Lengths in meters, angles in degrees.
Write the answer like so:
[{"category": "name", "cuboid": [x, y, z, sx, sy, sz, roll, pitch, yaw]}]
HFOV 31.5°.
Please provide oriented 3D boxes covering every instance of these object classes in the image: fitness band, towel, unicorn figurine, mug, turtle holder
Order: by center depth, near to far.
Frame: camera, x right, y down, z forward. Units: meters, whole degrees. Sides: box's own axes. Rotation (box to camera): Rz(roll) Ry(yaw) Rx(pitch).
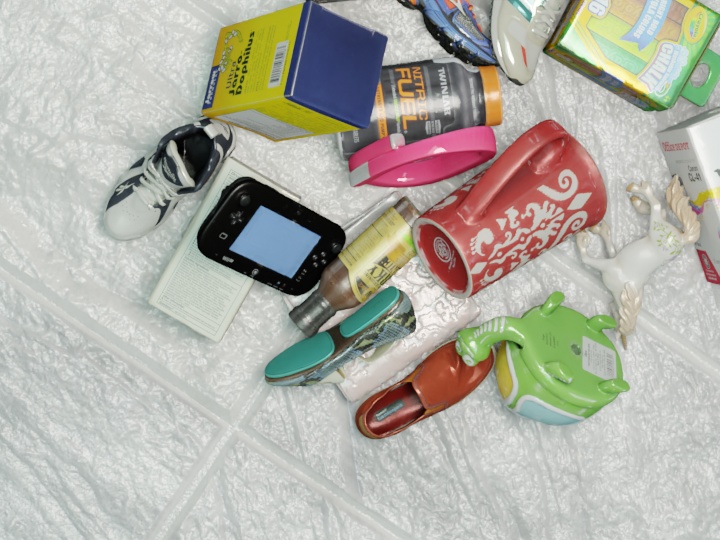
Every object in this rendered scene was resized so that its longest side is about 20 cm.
[{"category": "mug", "cuboid": [0.161, -0.081, 1.463, 0.199, 0.133, 0.179, -33, 123, -21]}, {"category": "fitness band", "cuboid": [0.069, -0.129, 1.471, 0.143, 0.200, 0.038, -6, 84, -31]}, {"category": "turtle holder", "cuboid": [0.215, 0.118, 1.510, 0.184, 0.132, 0.142, -2, 58, -36]}, {"category": "unicorn figurine", "cuboid": [0.325, -0.012, 1.528, 0.200, 0.074, 0.138, -49, 61, 38]}, {"category": "towel", "cuboid": [0.018, 0.032, 1.566, 0.199, 0.032, 0.192, -34, 95, 3]}]

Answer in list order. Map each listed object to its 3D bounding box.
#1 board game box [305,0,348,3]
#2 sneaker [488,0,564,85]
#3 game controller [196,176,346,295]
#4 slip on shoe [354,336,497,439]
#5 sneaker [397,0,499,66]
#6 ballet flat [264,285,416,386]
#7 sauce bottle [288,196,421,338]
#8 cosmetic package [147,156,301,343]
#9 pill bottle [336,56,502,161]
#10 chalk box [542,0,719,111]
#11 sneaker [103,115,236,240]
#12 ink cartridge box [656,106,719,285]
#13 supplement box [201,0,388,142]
[{"category": "board game box", "cuboid": [0.029, -0.381, 1.483, 0.198, 0.028, 0.136, -5, 69, 2]}, {"category": "sneaker", "cuboid": [0.209, -0.318, 1.486, 0.093, 0.070, 0.202, -1, 80, 35]}, {"category": "game controller", "cuboid": [-0.101, -0.036, 1.470, 0.199, 0.042, 0.105, 27, 95, -47]}, {"category": "slip on shoe", "cuboid": [0.082, 0.146, 1.561, 0.199, 0.061, 0.074, -31, 93, 1]}, {"category": "sneaker", "cuboid": [0.105, -0.321, 1.515, 0.200, 0.075, 0.078, 45, 90, -6]}, {"category": "ballet flat", "cuboid": [-0.018, 0.097, 1.528, 0.199, 0.074, 0.075, -30, 95, 8]}, {"category": "sauce bottle", "cuboid": [0.000, 0.000, 1.516, 0.200, 0.065, 0.065, -43, 94, 5]}, {"category": "cosmetic package", "cuboid": [-0.162, -0.026, 1.538, 0.103, 0.073, 0.201, 31, 94, -3]}, {"category": "pill bottle", "cuboid": [0.067, -0.195, 1.509, 0.198, 0.106, 0.107, -8, 95, 0]}, {"category": "chalk box", "cuboid": [0.335, -0.265, 1.495, 0.199, 0.124, 0.125, 28, 95, -3]}, {"category": "sneaker", "cuboid": [-0.232, -0.109, 1.501, 0.198, 0.130, 0.080, -35, 93, 2]}, {"category": "ink cartridge box", "cuboid": [0.433, -0.086, 1.500, 0.085, 0.148, 0.201, -22, 94, 0]}, {"category": "supplement box", "cuboid": [-0.078, -0.220, 1.438, 0.108, 0.199, 0.110, 18, 80, -35]}]
